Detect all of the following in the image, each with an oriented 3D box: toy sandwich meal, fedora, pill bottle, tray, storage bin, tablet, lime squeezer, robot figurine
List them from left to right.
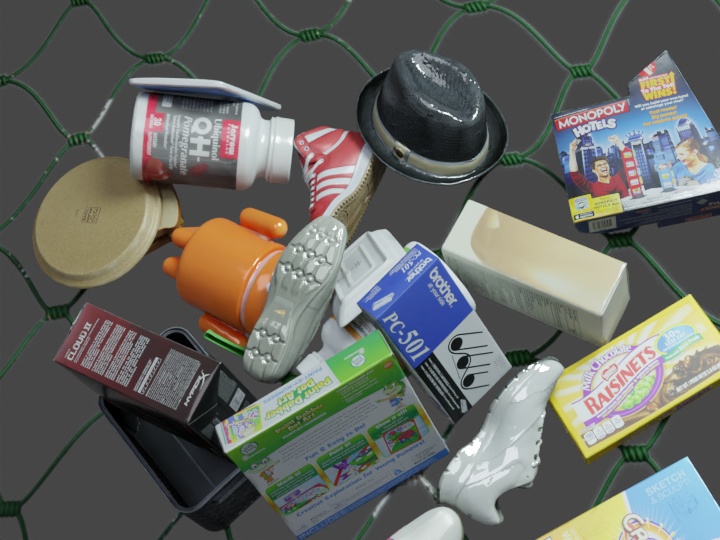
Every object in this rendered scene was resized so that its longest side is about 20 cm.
[{"bbox_3d":[-0.328,-0.060,1.555,0.203,0.070,0.207,-7,65,16],"label":"toy sandwich meal"},{"bbox_3d":[-0.191,0.183,1.386,0.135,0.094,0.200,-42,61,-6],"label":"storage bin"},{"bbox_3d":[-0.193,-0.224,1.523,0.129,0.200,0.014,5,90,17],"label":"tablet"},{"bbox_3d":[-0.185,-0.159,1.506,0.198,0.111,0.112,5,65,-5],"label":"pill bottle"},{"bbox_3d":[-0.140,0.009,1.438,0.199,0.117,0.144,25,65,22],"label":"robot figurine"},{"bbox_3d":[-0.094,0.129,1.400,0.200,0.071,0.038,43,93,3],"label":"lime squeezer"},{"bbox_3d":[0.000,0.000,1.375,0.107,0.200,0.022,-42,105,3],"label":"tray"},{"bbox_3d":[0.026,0.073,1.367,0.200,0.111,0.111,-43,62,-7],"label":"pill bottle"},{"bbox_3d":[0.091,-0.203,1.460,0.198,0.092,0.202,3,56,-4],"label":"fedora"}]

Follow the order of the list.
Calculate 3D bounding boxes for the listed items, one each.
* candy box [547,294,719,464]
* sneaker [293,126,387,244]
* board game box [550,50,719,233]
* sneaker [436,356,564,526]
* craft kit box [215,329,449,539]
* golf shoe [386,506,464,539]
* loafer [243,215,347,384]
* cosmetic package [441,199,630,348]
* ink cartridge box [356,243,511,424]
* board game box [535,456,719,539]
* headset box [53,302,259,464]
[{"bbox_3d":[0.306,0.118,1.317,0.199,0.026,0.103,-31,58,0],"label":"candy box"},{"bbox_3d":[-0.050,-0.099,1.481,0.112,0.072,0.201,16,55,20],"label":"sneaker"},{"bbox_3d":[0.333,-0.151,1.415,0.198,0.062,0.202,-11,62,10],"label":"board game box"},{"bbox_3d":[0.166,0.186,1.303,0.087,0.074,0.201,34,91,16],"label":"sneaker"},{"bbox_3d":[-0.025,0.182,1.281,0.199,0.198,0.049,-30,47,-1],"label":"craft kit box"},{"bbox_3d":[0.032,0.326,1.254,0.200,0.092,0.073,-46,63,-6],"label":"golf shoe"},{"bbox_3d":[-0.070,0.033,1.353,0.070,0.070,0.201,29,93,19],"label":"loafer"},{"bbox_3d":[0.199,0.004,1.357,0.199,0.105,0.071,24,74,22],"label":"cosmetic package"},{"bbox_3d":[0.083,0.072,1.301,0.094,0.200,0.044,-44,40,-8],"label":"ink cartridge box"},{"bbox_3d":[0.288,0.306,1.226,0.199,0.040,0.154,-29,62,1],"label":"board game box"},{"bbox_3d":[-0.221,0.119,1.288,0.199,0.149,0.075,21,73,22],"label":"headset box"}]
